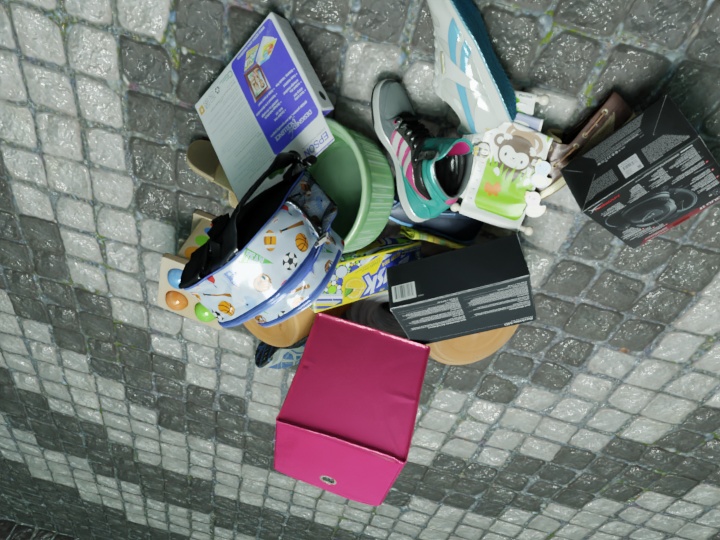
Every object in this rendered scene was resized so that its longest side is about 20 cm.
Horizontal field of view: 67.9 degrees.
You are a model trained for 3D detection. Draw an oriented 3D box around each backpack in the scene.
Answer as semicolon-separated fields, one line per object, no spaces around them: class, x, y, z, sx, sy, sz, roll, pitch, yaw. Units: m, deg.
backpack;-0.122;-0.017;0.660;0.199;0.191;0.154;-33;105;34

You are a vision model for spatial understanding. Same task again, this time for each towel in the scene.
towel;0.162;-0.032;0.855;0.198;0.086;0.018;17;101;-13

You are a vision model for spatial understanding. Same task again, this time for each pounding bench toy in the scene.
pounding bench toy;-0.283;0.029;0.973;0.123;0.157;0.201;21;132;-4

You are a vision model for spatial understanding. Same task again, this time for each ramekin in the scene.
ramekin;-0.047;-0.116;0.778;0.198;0.097;0.203;4;97;35

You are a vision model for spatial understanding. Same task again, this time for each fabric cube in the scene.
fabric cube;-0.016;0.225;0.857;0.194;0.201;0.200;18;141;3

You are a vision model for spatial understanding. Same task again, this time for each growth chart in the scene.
growth chart;0.195;-0.154;0.743;0.143;0.018;0.202;13;117;25

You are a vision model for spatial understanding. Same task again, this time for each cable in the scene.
cable;0.073;0.073;0.991;0.199;0.070;0.200;34;128;-16

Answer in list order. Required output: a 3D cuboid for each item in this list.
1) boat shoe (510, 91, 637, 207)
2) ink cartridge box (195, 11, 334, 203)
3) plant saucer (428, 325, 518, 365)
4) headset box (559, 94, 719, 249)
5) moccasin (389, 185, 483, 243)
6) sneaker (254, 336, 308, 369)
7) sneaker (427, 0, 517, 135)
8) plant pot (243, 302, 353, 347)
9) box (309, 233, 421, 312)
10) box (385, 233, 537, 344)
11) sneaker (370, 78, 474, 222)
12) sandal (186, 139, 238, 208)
boat shoe;0.278;-0.166;0.742;0.199;0.072;0.072;-36;104;33
ink cartridge box;-0.131;-0.205;0.741;0.197;0.043;0.202;-33;77;34
plant saucer;0.198;0.089;0.944;0.198;0.032;0.202;-8;122;-13
headset box;0.384;-0.115;0.707;0.199;0.078;0.148;17;137;-42
moccasin;0.103;-0.108;0.833;0.198;0.081;0.069;14;129;-19
sneaker;-0.136;0.147;1.112;0.077;0.076;0.199;24;136;-38
sneaker;0.121;-0.265;0.669;0.080;0.077;0.201;-17;110;37
plant pot;-0.124;0.034;0.916;0.198;0.140;0.202;18;130;23
box;0.000;0.000;0.840;0.198;0.064;0.071;-15;114;-27
box;0.153;0.036;0.806;0.198;0.080;0.141;-14;143;14
sneaker;0.087;-0.170;0.711;0.120;0.083;0.202;-8;104;55
sandal;-0.192;-0.134;0.889;0.211;0.078;0.070;34;161;-8
